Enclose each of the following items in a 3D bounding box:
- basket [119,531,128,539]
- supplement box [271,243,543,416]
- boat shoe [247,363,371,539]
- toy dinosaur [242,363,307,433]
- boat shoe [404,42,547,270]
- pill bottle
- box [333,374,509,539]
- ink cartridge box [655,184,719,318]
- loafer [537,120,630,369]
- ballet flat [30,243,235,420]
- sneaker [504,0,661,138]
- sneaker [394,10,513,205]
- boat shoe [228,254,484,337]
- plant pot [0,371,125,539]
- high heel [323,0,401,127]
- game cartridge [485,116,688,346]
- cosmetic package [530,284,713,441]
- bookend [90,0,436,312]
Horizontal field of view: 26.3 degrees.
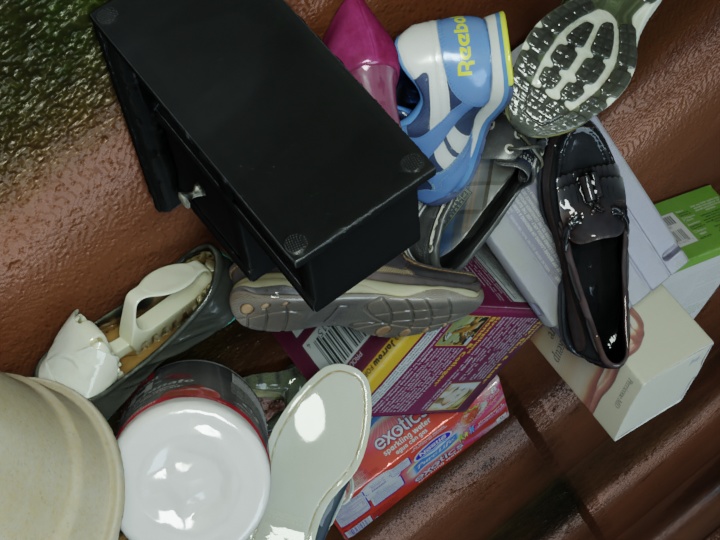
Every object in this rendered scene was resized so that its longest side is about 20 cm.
[{"bbox_3d":[-0.184,0.266,1.233,0.198,0.144,0.149,-20,152,-2],"label":"basket"},{"bbox_3d":[0.046,0.041,1.270,0.131,0.103,0.199,-50,151,21],"label":"supplement box"},{"bbox_3d":[-0.042,0.167,1.173,0.062,0.074,0.202,142,-37,-89],"label":"boat shoe"},{"bbox_3d":[-0.059,0.111,1.313,0.199,0.047,0.089,-9,127,-46],"label":"toy dinosaur"},{"bbox_3d":[0.104,-0.082,1.151,0.070,0.066,0.200,35,96,-36],"label":"boat shoe"},{"bbox_3d":[-0.120,0.125,1.097,0.110,0.111,0.200,-39,-171,1],"label":"pill bottle"},{"bbox_3d":[0.031,0.142,1.420,0.199,0.096,0.100,-37,155,-6],"label":"box"},{"bbox_3d":[0.298,0.021,1.606,0.147,0.076,0.201,-18,148,-38],"label":"ink cartridge box"},{"bbox_3d":[0.185,-0.019,1.201,0.071,0.063,0.202,-13,110,-13],"label":"loafer"},{"bbox_3d":[-0.166,0.046,1.054,0.200,0.068,0.069,-40,147,-24],"label":"ballet flat"},{"bbox_3d":[0.155,-0.156,1.087,0.201,0.077,0.089,-54,180,-30],"label":"sneaker"},{"bbox_3d":[0.047,-0.111,1.066,0.081,0.075,0.200,-4,153,-12],"label":"sneaker"},{"bbox_3d":[0.000,0.000,1.093,0.198,0.074,0.074,4,155,-31],"label":"boat shoe"},{"bbox_3d":[-0.268,0.116,0.906,0.200,0.201,0.184,-38,143,-2],"label":"plant pot"},{"bbox_3d":[-0.022,-0.098,1.039,0.067,0.097,0.200,-2,161,-27],"label":"high heel"},{"bbox_3d":[0.163,-0.045,1.239,0.129,0.038,0.201,-36,113,2],"label":"game cartridge"},{"bbox_3d":[0.202,0.034,1.353,0.087,0.200,0.104,-27,152,-25],"label":"cosmetic package"},{"bbox_3d":[-0.049,-0.049,0.891,0.092,0.199,0.201,-34,155,-14],"label":"bookend"}]
